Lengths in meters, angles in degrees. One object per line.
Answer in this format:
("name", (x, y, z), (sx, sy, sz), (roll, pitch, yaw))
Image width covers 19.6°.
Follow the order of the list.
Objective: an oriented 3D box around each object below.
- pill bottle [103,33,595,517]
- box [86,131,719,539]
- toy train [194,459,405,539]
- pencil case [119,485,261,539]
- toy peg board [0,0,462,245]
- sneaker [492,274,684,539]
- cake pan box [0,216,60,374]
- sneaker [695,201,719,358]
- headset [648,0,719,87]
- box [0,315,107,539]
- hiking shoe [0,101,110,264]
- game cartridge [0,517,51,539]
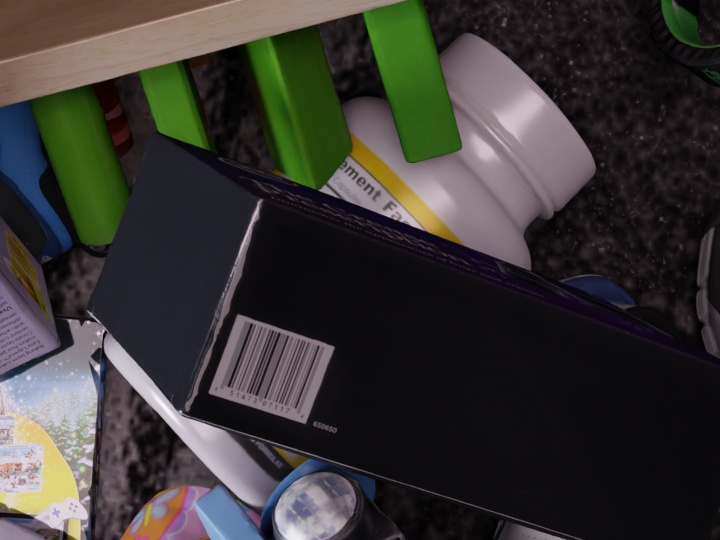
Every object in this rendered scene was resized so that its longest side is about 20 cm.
("pill bottle", (0.000, 0.000, 0.861), (0.200, 0.111, 0.111), (-44, 92, -5))
("box", (0.019, 0.027, 0.738), (0.199, 0.141, 0.079), (20, 93, -23))
("toy train", (-0.012, 0.151, 0.720), (0.114, 0.201, 0.087), (-36, 49, -15))
("pencil case", (-0.102, 0.172, 0.793), (0.087, 0.087, 0.200), (43, 53, -2))
("toy peg board", (-0.054, -0.106, 0.838), (0.199, 0.200, 0.098), (-14, 122, 3))
("sneaker", (0.103, 0.101, 0.859), (0.080, 0.115, 0.201), (1, 89, -14))
("cake pan box", (-0.238, 0.007, 0.765), (0.199, 0.184, 0.052), (-28, 46, 5))
("sneaker", (0.197, 0.059, 0.872), (0.074, 0.115, 0.201), (-10, 89, -5))
("headset", (0.167, -0.174, 0.880), (0.094, 0.123, 0.201), (30, 54, -28))
("box", (-0.210, 0.082, 0.879), (0.198, 0.038, 0.138), (5, 88, -4))
("hiking shoe", (-0.180, -0.085, 0.882), (0.086, 0.074, 0.201), (-20, 87, -31))
("game cartridge", (-0.207, 0.178, 0.823), (0.129, 0.038, 0.201), (25, 73, 1))
